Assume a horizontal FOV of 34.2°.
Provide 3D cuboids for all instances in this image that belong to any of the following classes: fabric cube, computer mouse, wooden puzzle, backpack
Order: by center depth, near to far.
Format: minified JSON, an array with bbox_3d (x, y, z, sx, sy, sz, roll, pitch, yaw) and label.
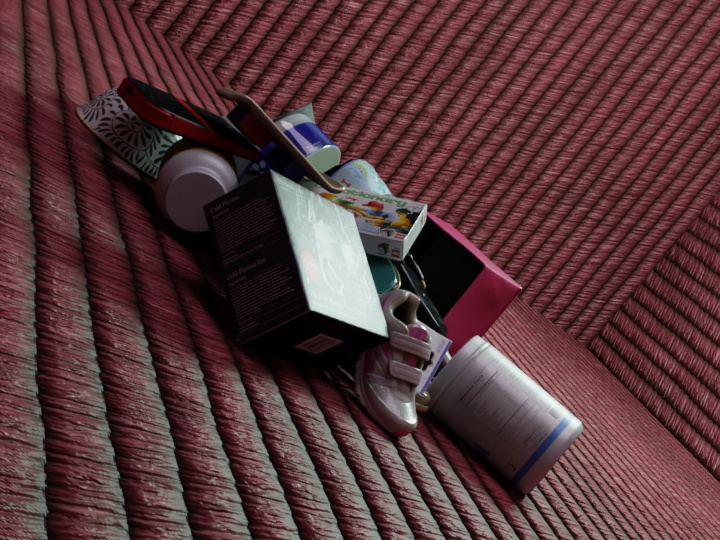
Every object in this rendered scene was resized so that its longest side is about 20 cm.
[{"bbox_3d":[-0.122,-0.175,1.639,0.200,0.046,0.185,42,-1,-18],"label":"wooden puzzle"},{"bbox_3d":[0.072,0.030,1.751,0.200,0.046,0.140,60,11,21],"label":"computer mouse"},{"bbox_3d":[-0.033,-0.069,1.842,0.147,0.200,0.183,52,10,11],"label":"backpack"},{"bbox_3d":[0.123,0.026,2.028,0.200,0.196,0.199,42,10,26],"label":"fabric cube"}]

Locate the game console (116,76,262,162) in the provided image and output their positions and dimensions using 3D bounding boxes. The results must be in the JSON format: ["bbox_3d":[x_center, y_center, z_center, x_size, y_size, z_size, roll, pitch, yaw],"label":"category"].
[{"bbox_3d":[-0.243,-0.210,1.642,0.177,0.031,0.200,22,11,-31],"label":"game console"}]

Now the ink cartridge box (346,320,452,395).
[{"bbox_3d":[0.014,0.083,1.552,0.200,0.100,0.039,33,-34,2],"label":"ink cartridge box"}]

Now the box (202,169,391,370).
[{"bbox_3d":[-0.073,0.004,1.394,0.200,0.104,0.182,24,44,-59],"label":"box"}]

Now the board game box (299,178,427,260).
[{"bbox_3d":[-0.016,-0.076,1.685,0.200,0.035,0.126,13,31,13],"label":"board game box"}]

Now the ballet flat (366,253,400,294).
[{"bbox_3d":[0.000,0.000,1.664,0.200,0.070,0.065,49,-24,48],"label":"ballet flat"}]

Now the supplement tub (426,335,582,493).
[{"bbox_3d":[0.199,0.203,1.648,0.200,0.132,0.132,40,9,13],"label":"supplement tub"}]

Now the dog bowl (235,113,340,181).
[{"bbox_3d":[-0.127,-0.149,1.868,0.079,0.200,0.200,44,10,14],"label":"dog bowl"}]

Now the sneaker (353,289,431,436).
[{"bbox_3d":[0.044,0.106,1.459,0.081,0.088,0.200,18,52,-45],"label":"sneaker"}]

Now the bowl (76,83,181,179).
[{"bbox_3d":[-0.324,-0.223,1.789,0.201,0.094,0.201,38,8,-6],"label":"bowl"}]

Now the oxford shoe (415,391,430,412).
[{"bbox_3d":[0.028,0.111,1.591,0.200,0.074,0.071,42,8,17],"label":"oxford shoe"}]

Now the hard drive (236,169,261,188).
[{"bbox_3d":[-0.144,-0.058,1.559,0.042,0.135,0.200,5,14,-1],"label":"hard drive"}]

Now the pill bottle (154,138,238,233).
[{"bbox_3d":[-0.222,-0.115,1.591,0.112,0.112,0.200,37,8,-15],"label":"pill bottle"}]

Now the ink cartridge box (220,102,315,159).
[{"bbox_3d":[-0.173,-0.217,1.918,0.050,0.200,0.161,62,-6,17],"label":"ink cartridge box"}]

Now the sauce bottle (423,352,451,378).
[{"bbox_3d":[0.099,0.122,1.865,0.200,0.066,0.066,42,9,30],"label":"sauce bottle"}]
